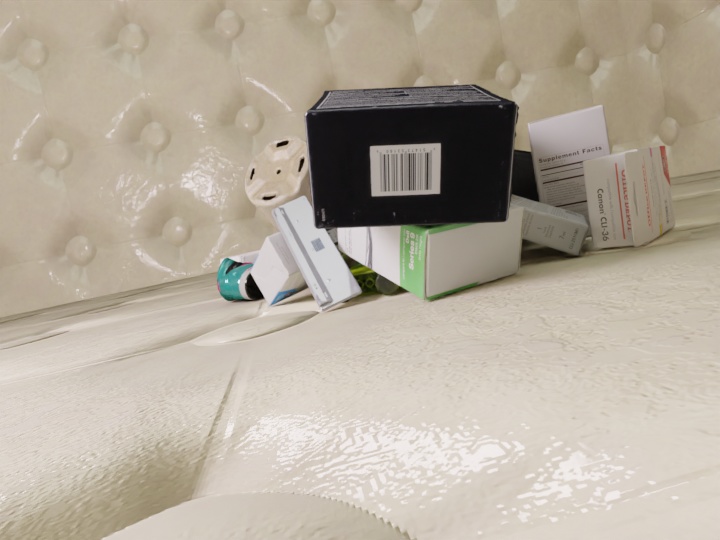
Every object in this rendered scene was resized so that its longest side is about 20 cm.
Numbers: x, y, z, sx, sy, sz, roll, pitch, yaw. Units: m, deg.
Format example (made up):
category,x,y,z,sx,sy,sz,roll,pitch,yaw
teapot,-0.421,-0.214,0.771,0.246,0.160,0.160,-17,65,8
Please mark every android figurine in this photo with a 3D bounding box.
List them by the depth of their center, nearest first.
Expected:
category,x,y,z,sx,sy,sz,roll,pitch,yaw
android figurine,0.025,0.005,0.745,0.181,0.041,0.200,-10,7,15

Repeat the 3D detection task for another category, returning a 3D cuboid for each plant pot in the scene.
category,x,y,z,sx,sy,sz,roll,pitch,yaw
plant pot,-0.098,-0.130,0.917,0.199,0.202,0.183,-9,-28,26
plant pot,0.323,-0.156,1.064,0.176,0.202,0.199,4,12,29

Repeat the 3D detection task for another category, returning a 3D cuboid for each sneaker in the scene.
category,x,y,z,sx,sy,sz,roll,pitch,yaw
sneaker,-0.205,0.010,1.004,0.120,0.084,0.200,2,12,26

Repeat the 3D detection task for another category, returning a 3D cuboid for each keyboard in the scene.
category,x,y,z,sx,sy,sz,roll,pitch,yaw
keyboard,-0.063,-0.030,0.689,0.056,0.011,0.201,-22,51,-13

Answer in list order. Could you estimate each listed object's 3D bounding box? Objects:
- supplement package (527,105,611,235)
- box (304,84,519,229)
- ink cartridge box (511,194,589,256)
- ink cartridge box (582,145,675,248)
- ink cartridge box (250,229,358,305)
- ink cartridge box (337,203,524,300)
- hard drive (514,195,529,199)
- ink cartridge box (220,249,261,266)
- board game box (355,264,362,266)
category,x,y,z,sx,sy,sz,roll,pitch,yaw
supplement package,0.364,-0.161,0.891,0.119,0.202,0.121,-9,5,21
box,0.051,-0.135,0.583,0.198,0.124,0.199,-1,25,3
ink cartridge box,0.236,-0.080,0.755,0.172,0.044,0.200,19,16,18
ink cartridge box,0.350,-0.097,0.682,0.067,0.118,0.199,-6,7,42
ink cartridge box,-0.060,-0.032,0.803,0.199,0.067,0.116,-26,-13,-33
ink cartridge box,0.076,-0.049,0.647,0.145,0.085,0.200,-15,25,-28
hard drive,0.206,-0.108,0.950,0.198,0.033,0.140,13,-13,23
ink cartridge box,-0.190,-0.010,1.150,0.199,0.086,0.145,-13,5,-32
board game box,0.000,0.000,0.925,0.198,0.030,0.096,-8,4,9
